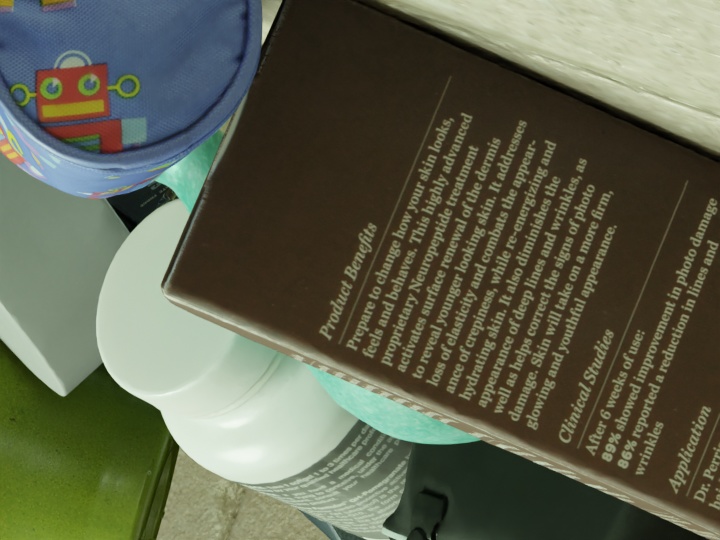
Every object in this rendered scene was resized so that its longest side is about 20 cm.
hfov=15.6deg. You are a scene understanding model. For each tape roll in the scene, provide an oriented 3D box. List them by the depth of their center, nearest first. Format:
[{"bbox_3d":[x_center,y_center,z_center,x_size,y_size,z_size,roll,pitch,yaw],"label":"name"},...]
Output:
[{"bbox_3d":[-0.176,-0.039,1.192,0.200,0.066,0.200,46,170,10],"label":"tape roll"}]

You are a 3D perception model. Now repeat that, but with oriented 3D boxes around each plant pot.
[{"bbox_3d":[-0.194,0.100,1.316,0.191,0.202,0.200,15,176,0],"label":"plant pot"}]

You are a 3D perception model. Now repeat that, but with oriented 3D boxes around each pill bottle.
[{"bbox_3d":[-0.013,0.042,1.065,0.110,0.111,0.200,19,174,42],"label":"pill bottle"}]

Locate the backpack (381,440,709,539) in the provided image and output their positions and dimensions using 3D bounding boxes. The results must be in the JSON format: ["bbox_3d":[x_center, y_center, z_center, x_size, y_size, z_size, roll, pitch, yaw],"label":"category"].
[{"bbox_3d":[0.131,0.087,1.011,0.199,0.152,0.177,25,173,-35],"label":"backpack"}]

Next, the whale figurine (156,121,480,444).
[{"bbox_3d":[-0.010,-0.008,0.928,0.199,0.104,0.159,24,176,7],"label":"whale figurine"}]

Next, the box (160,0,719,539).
[{"bbox_3d":[0.050,0.003,0.773,0.199,0.101,0.075,24,176,-3],"label":"box"}]

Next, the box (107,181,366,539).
[{"bbox_3d":[-0.061,0.027,1.263,0.201,0.051,0.158,59,167,-27],"label":"box"}]

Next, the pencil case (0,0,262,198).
[{"bbox_3d":[-0.076,-0.067,0.772,0.078,0.087,0.200,-21,-177,-8],"label":"pencil case"}]
